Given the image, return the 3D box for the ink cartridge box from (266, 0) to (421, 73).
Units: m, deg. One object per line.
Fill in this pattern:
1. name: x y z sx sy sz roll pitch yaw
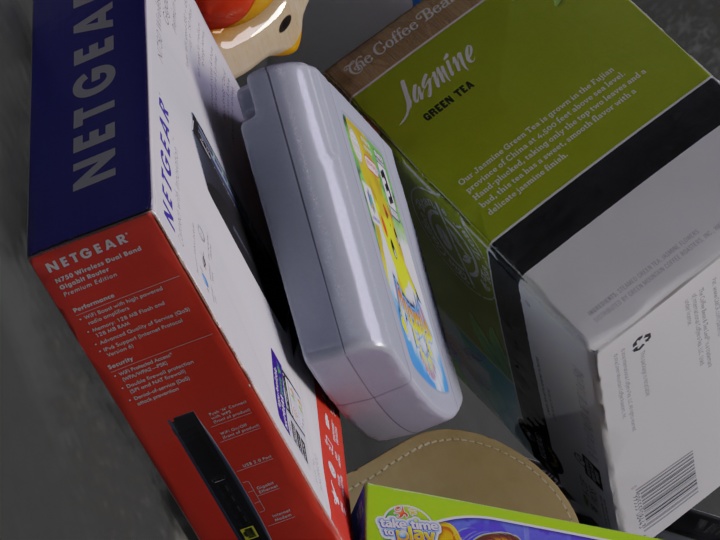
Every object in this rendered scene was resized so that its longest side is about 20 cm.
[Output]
1. ink cartridge box: 0.003 -0.140 1.529 0.200 0.084 0.147 -63 149 -76

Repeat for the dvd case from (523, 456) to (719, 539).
1. dvd case: 0.135 0.174 1.507 0.200 0.025 0.151 13 -53 52

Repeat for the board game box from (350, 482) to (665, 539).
1. board game box: 0.090 0.160 1.095 0.135 0.199 0.045 -90 -164 -44

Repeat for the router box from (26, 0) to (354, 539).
1. router box: -0.063 -0.007 1.116 0.201 0.049 0.180 -97 164 -52

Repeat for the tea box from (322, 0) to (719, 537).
1. tea box: 0.102 -0.014 1.374 0.197 0.133 0.200 47 -14 30

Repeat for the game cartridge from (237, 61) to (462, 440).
1. game cartridge: 0.000 0.000 1.202 0.200 0.040 0.134 36 41 -77

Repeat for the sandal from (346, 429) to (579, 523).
1. sandal: 0.007 0.119 1.223 0.211 0.070 0.078 -6 62 -57

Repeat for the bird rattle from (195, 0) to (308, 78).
1. bird rattle: -0.055 -0.151 1.217 0.200 0.112 0.164 -24 128 -57
